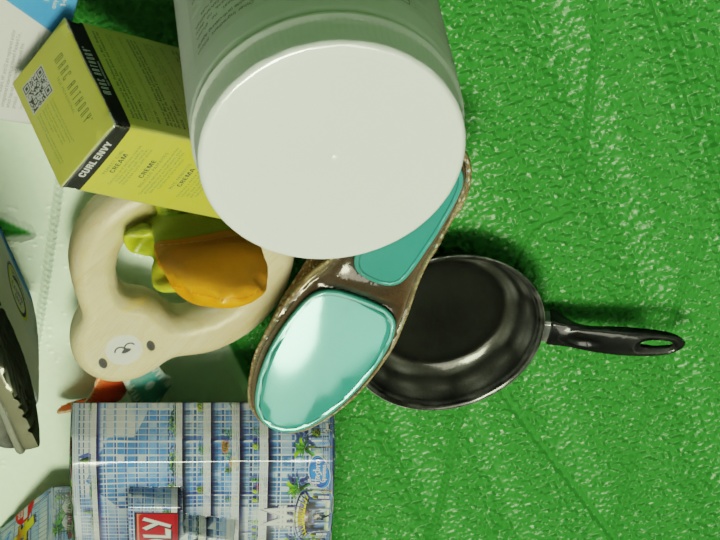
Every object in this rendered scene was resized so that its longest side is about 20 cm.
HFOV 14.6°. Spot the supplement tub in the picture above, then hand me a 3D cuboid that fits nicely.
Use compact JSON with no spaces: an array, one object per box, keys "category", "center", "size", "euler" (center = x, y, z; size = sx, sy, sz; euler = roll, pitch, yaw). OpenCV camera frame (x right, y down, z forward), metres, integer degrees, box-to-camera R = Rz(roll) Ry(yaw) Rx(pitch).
[{"category":"supplement tub","center":[-0.024,-0.116,1.363],"size":[0.131,0.201,0.133],"euler":[-5,131,-5]}]

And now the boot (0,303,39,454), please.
[{"category":"boot","center":[-0.279,0.048,1.411],"size":[0.199,0.073,0.183],"euler":[-25,115,3]}]

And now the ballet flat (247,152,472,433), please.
[{"category":"ballet flat","center":[0.000,0.000,1.547],"size":[0.070,0.065,0.200],"euler":[27,113,-18]}]

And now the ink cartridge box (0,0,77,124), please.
[{"category":"ink cartridge box","center":[-0.242,-0.148,1.389],"size":[0.199,0.068,0.116],"euler":[8,129,-16]}]

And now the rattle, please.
[{"category":"rattle","center":[-0.103,0.046,1.533],"size":[0.130,0.143,0.200],"euler":[11,124,-40]}]

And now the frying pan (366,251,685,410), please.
[{"category":"frying pan","center":[0.084,0.022,1.607],"size":[0.189,0.031,0.115],"euler":[-16,131,0]}]

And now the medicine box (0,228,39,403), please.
[{"category":"medicine box","center":[-0.292,0.006,1.488],"size":[0.199,0.103,0.183],"euler":[-15,131,5]}]

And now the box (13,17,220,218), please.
[{"category":"box","center":[-0.078,-0.069,1.435],"size":[0.199,0.076,0.050],"euler":[9,133,-47]}]

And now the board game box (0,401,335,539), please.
[{"category":"board game box","center":[-0.116,0.152,1.641],"size":[0.198,0.062,0.200],"euler":[-1,146,-3]}]
